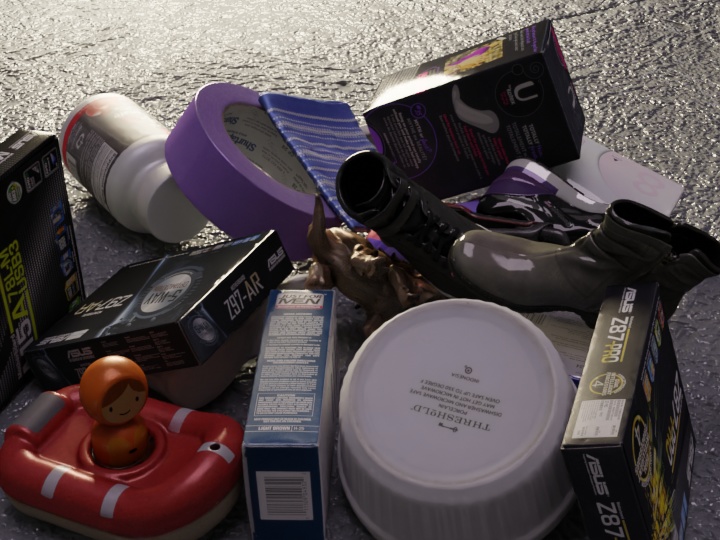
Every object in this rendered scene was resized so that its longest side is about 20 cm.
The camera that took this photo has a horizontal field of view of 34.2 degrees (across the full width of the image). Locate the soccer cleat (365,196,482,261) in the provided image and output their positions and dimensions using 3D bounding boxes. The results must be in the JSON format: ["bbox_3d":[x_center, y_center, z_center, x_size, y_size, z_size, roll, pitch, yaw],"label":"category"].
[{"bbox_3d":[0.092,-0.033,1.195,0.199,0.067,0.076,-15,31,-32],"label":"soccer cleat"}]

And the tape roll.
[{"bbox_3d":[-0.102,-0.104,1.215,0.199,0.066,0.201,32,27,-18],"label":"tape roll"}]

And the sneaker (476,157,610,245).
[{"bbox_3d":[0.203,-0.025,1.124,0.199,0.076,0.088,29,52,23],"label":"sneaker"}]

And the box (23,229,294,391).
[{"bbox_3d":[-0.179,0.036,1.039,0.199,0.044,0.160,-11,23,35],"label":"box"}]

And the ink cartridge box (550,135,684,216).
[{"bbox_3d":[0.239,-0.072,1.227,0.162,0.057,0.200,30,31,12],"label":"ink cartridge box"}]

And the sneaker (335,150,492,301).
[{"bbox_3d":[0.053,-0.033,1.011,0.200,0.071,0.099,39,7,24],"label":"sneaker"}]

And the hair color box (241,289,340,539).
[{"bbox_3d":[-0.052,0.112,0.946,0.060,0.101,0.201,0,33,3],"label":"hair color box"}]

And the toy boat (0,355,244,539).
[{"bbox_3d":[-0.183,0.124,0.898,0.198,0.132,0.131,13,35,19],"label":"toy boat"}]

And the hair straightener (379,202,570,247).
[{"bbox_3d":[0.106,-0.020,1.092,0.198,0.041,0.077,13,50,21],"label":"hair straightener"}]

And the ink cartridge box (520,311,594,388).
[{"bbox_3d":[0.171,0.075,1.024,0.135,0.077,0.200,13,34,21],"label":"ink cartridge box"}]

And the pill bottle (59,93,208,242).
[{"bbox_3d":[-0.241,-0.109,1.272,0.110,0.112,0.200,-21,39,-29],"label":"pill bottle"}]

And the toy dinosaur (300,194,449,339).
[{"bbox_3d":[0.000,0.000,1.081,0.086,0.200,0.136,-38,28,15],"label":"toy dinosaur"}]

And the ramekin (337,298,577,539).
[{"bbox_3d":[0.074,0.112,0.888,0.200,0.095,0.204,-6,54,8],"label":"ramekin"}]

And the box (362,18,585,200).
[{"bbox_3d":[0.121,-0.161,1.218,0.198,0.123,0.106,-15,25,22],"label":"box"}]

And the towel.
[{"bbox_3d":[-0.014,-0.116,1.249,0.144,0.024,0.201,1,47,-51],"label":"towel"}]

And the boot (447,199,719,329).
[{"bbox_3d":[0.180,-0.017,0.934,0.198,0.131,0.068,18,52,-5],"label":"boot"}]

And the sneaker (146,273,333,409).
[{"bbox_3d":[-0.115,0.051,1.074,0.199,0.076,0.088,-28,29,-35],"label":"sneaker"}]

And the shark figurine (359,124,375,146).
[{"bbox_3d":[0.035,-0.173,1.395,0.212,0.090,0.129,0,32,-3],"label":"shark figurine"}]

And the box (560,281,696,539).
[{"bbox_3d":[0.204,0.129,0.865,0.049,0.162,0.200,-6,28,25],"label":"box"}]

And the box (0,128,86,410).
[{"bbox_3d":[-0.315,0.008,1.014,0.047,0.202,0.194,8,33,15],"label":"box"}]
